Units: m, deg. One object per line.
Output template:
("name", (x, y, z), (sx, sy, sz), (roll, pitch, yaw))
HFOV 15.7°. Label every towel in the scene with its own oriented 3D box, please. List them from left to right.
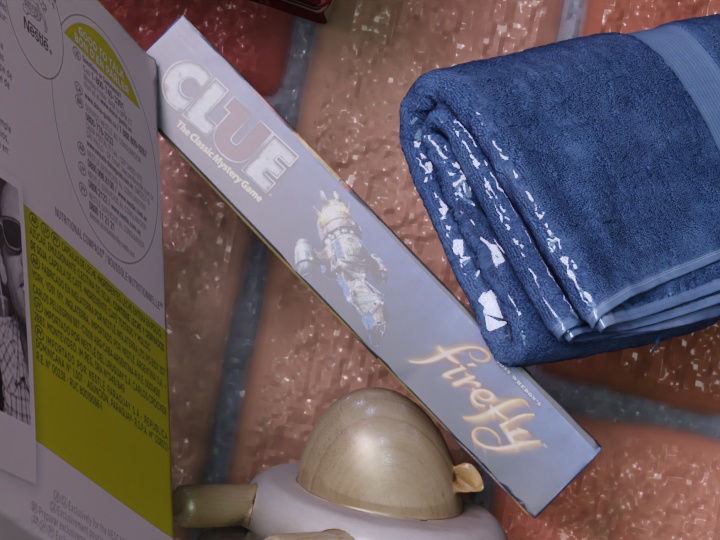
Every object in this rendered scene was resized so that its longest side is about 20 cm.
("towel", (0.110, -0.035, 0.903), (0.199, 0.049, 0.112), (-14, 70, -40))

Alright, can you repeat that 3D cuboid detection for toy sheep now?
("toy sheep", (-0.010, 0.139, 0.922), (0.137, 0.138, 0.201), (14, 101, 1))

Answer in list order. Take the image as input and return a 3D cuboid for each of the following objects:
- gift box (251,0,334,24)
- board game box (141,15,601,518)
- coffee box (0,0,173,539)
("gift box", (-0.070, -0.208, 0.906), (0.199, 0.185, 0.188), (19, 91, -5))
("board game box", (0.000, 0.000, 0.922), (0.035, 0.135, 0.200), (-44, 89, -1))
("coffee box", (-0.183, 0.000, 0.762), (0.198, 0.200, 0.199), (-12, 65, 17))
